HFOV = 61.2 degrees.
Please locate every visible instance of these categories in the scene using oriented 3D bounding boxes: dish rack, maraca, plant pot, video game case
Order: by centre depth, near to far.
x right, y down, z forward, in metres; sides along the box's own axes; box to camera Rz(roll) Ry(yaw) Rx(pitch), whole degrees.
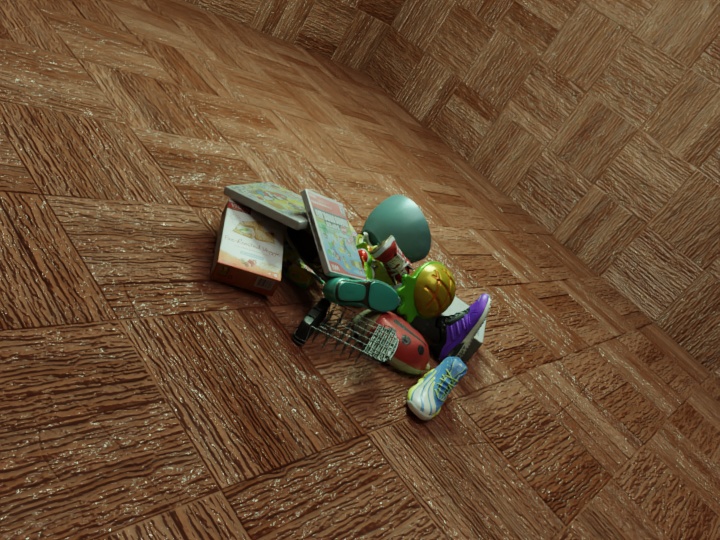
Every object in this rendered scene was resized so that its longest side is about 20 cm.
[{"bbox_3d":[-0.023,0.131,1.245,0.199,0.055,0.153,25,25,6],"label":"dish rack"},{"bbox_3d":[-0.057,-0.073,1.327,0.143,0.017,0.201,15,52,-56],"label":"video game case"},{"bbox_3d":[-0.175,-0.149,1.366,0.199,0.023,0.182,26,20,18],"label":"video game case"},{"bbox_3d":[0.152,0.051,1.431,0.107,0.138,0.200,2,13,44],"label":"maraca"},{"bbox_3d":[0.080,-0.093,1.695,0.135,0.200,0.200,-28,61,-31],"label":"plant pot"}]

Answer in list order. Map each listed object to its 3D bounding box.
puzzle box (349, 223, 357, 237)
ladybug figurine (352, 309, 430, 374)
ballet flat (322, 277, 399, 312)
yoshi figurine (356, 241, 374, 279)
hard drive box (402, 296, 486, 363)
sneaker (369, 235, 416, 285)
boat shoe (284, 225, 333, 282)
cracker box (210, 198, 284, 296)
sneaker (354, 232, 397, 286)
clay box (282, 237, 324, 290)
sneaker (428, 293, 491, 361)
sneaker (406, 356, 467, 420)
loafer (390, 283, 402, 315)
[{"bbox_3d":[-0.109,-0.144,1.710,0.200,0.025,0.133,13,33,-40],"label":"puzzle box"},{"bbox_3d":[0.077,0.151,1.354,0.200,0.072,0.136,36,24,1],"label":"ladybug figurine"},{"bbox_3d":[-0.003,0.048,1.306,0.070,0.068,0.200,10,-2,45],"label":"ballet flat"},{"bbox_3d":[-0.009,0.012,1.486,0.112,0.112,0.200,58,11,-27],"label":"yoshi figurine"},{"bbox_3d":[0.221,0.124,1.579,0.200,0.077,0.156,35,25,2],"label":"hard drive box"},{"bbox_3d":[0.082,-0.021,1.496,0.113,0.071,0.200,55,7,2],"label":"sneaker"},{"bbox_3d":[-0.092,-0.030,1.338,0.202,0.072,0.060,48,15,4],"label":"boat shoe"},{"bbox_3d":[-0.233,-0.052,1.286,0.134,0.058,0.200,17,42,-20],"label":"cracker box"},{"bbox_3d":[0.035,-0.020,1.607,0.200,0.076,0.075,48,26,24],"label":"sneaker"},{"bbox_3d":[-0.160,-0.032,1.416,0.200,0.048,0.115,37,27,1],"label":"clay box"},{"bbox_3d":[0.233,0.128,1.461,0.099,0.200,0.070,32,-5,9],"label":"sneaker"},{"bbox_3d":[0.165,0.233,1.277,0.076,0.105,0.200,38,24,8],"label":"sneaker"},{"bbox_3d":[0.083,0.062,1.476,0.073,0.072,0.200,32,11,9],"label":"loafer"}]
